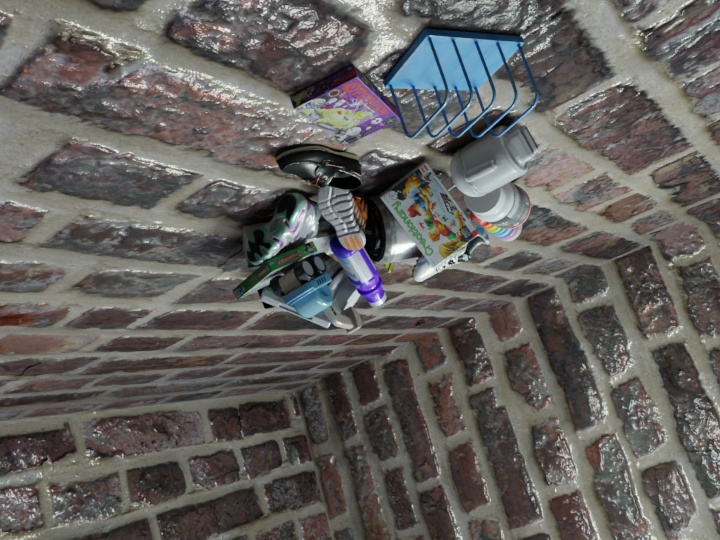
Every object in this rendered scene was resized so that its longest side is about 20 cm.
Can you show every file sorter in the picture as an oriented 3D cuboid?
[{"bbox_3d":[0.167,-0.294,1.175,0.199,0.123,0.139,-8,163,-31],"label":"file sorter"}]

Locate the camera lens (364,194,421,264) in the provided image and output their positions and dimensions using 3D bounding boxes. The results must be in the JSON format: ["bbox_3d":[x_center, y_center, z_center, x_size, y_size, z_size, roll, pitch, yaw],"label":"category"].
[{"bbox_3d":[0.106,-0.106,1.691,0.199,0.161,0.160,-11,164,-22],"label":"camera lens"}]

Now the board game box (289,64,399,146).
[{"bbox_3d":[-0.021,-0.275,1.228,0.120,0.032,0.200,-26,162,18],"label":"board game box"}]

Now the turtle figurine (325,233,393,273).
[{"bbox_3d":[0.003,-0.040,1.808,0.161,0.065,0.200,15,154,13],"label":"turtle figurine"}]

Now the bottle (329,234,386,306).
[{"bbox_3d":[0.000,0.000,1.695,0.065,0.083,0.200,-39,125,-13],"label":"bottle"}]

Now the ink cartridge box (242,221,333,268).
[{"bbox_3d":[-0.172,-0.073,1.690,0.199,0.068,0.117,-12,163,-14],"label":"ink cartridge box"}]

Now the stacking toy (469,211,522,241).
[{"bbox_3d":[0.374,-0.140,2.023,0.085,0.086,0.200,-26,156,32],"label":"stacking toy"}]

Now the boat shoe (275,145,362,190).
[{"bbox_3d":[-0.074,-0.194,1.389,0.201,0.063,0.074,2,159,-45],"label":"boat shoe"}]

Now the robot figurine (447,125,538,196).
[{"bbox_3d":[0.273,-0.229,1.525,0.200,0.113,0.170,-27,-175,33],"label":"robot figurine"}]

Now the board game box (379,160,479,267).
[{"bbox_3d":[0.151,-0.122,1.580,0.126,0.200,0.035,-37,-168,7],"label":"board game box"}]

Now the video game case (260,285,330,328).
[{"bbox_3d":[-0.155,0.053,1.827,0.181,0.200,0.022,24,115,-11],"label":"video game case"}]

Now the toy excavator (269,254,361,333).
[{"bbox_3d":[-0.091,0.072,1.657,0.100,0.201,0.194,-30,179,24],"label":"toy excavator"}]

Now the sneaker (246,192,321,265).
[{"bbox_3d":[-0.151,-0.080,1.591,0.200,0.078,0.140,-45,150,27],"label":"sneaker"}]

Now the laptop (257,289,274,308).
[{"bbox_3d":[-0.204,0.065,2.044,0.186,0.116,0.200,-11,164,-17],"label":"laptop"}]

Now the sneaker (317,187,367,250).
[{"bbox_3d":[-0.038,-0.148,1.565,0.077,0.112,0.200,-7,133,14],"label":"sneaker"}]

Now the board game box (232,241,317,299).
[{"bbox_3d":[-0.199,0.001,1.664,0.134,0.029,0.200,-26,175,-37],"label":"board game box"}]

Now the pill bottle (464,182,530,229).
[{"bbox_3d":[0.338,-0.172,1.787,0.116,0.116,0.200,-25,162,27],"label":"pill bottle"}]

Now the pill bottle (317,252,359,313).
[{"bbox_3d":[-0.098,0.018,1.793,0.114,0.200,0.114,-52,168,-15],"label":"pill bottle"}]

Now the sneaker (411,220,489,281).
[{"bbox_3d":[0.204,-0.037,1.643,0.200,0.073,0.072,-36,146,2],"label":"sneaker"}]
